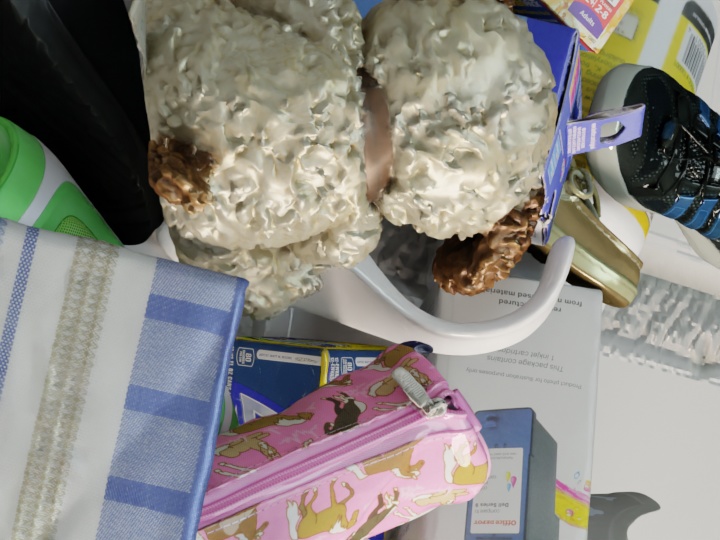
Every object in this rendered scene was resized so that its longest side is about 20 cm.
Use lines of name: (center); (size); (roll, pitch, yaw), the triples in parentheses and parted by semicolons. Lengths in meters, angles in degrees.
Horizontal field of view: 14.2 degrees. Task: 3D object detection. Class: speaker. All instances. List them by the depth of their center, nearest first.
speaker: (-0.132, 0.024, 1.291); (0.200, 0.088, 0.089); (55, 53, -39)

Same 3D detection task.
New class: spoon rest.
spoon rest: (0.000, 0.000, 1.378); (0.099, 0.198, 0.061); (101, -3, -68)

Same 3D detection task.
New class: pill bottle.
pill bottle: (0.112, -0.067, 1.563); (0.114, 0.114, 0.201); (42, 62, -45)

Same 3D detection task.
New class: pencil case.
pencil case: (-0.041, 0.100, 1.284); (0.199, 0.083, 0.087); (-22, 126, -27)

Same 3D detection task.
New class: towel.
towel: (-0.155, 0.052, 1.192); (0.199, 0.024, 0.148); (12, 83, -9)

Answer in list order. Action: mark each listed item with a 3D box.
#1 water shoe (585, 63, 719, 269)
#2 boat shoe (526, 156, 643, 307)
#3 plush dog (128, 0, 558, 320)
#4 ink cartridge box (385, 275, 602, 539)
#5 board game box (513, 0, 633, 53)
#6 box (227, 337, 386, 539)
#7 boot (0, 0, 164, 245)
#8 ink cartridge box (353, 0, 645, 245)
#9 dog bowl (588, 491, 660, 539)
water shoe: (0.188, -0.054, 1.507); (0.200, 0.078, 0.072); (30, 71, -52)
boat shoe: (0.075, -0.064, 1.465); (0.063, 0.201, 0.073); (-45, 166, -3)
plush dog: (-0.003, -0.068, 1.218); (0.161, 0.170, 0.202); (-98, -179, -75)
ink cartridge box: (0.060, 0.118, 1.456); (0.145, 0.087, 0.201); (117, -19, -69)
board game box: (0.019, -0.184, 1.347); (0.200, 0.151, 0.046); (42, 77, -28)
box: (-0.033, 0.135, 1.426); (0.064, 0.070, 0.202); (3, 92, -55)
boot: (-0.104, -0.136, 1.314); (0.168, 0.076, 0.201); (-48, 123, -32)
ink cartridge box: (0.031, -0.075, 1.363); (0.137, 0.199, 0.077); (74, 32, -76)
dog bowl: (0.103, 0.210, 1.531); (0.058, 0.200, 0.202); (12, 84, -19)
